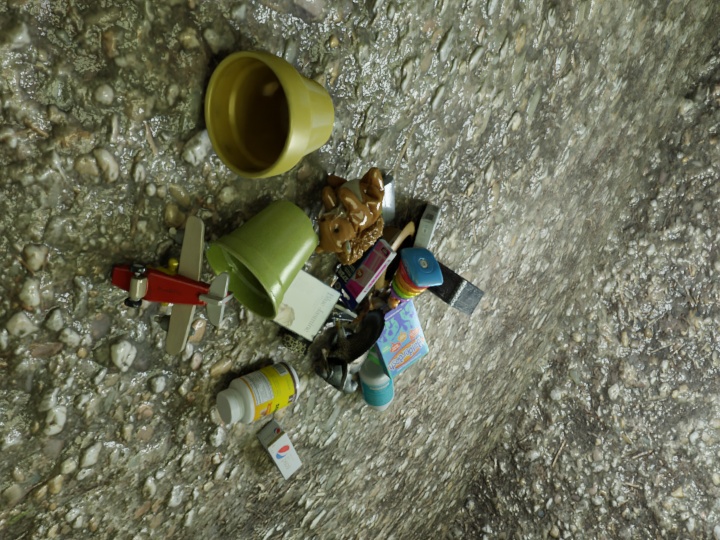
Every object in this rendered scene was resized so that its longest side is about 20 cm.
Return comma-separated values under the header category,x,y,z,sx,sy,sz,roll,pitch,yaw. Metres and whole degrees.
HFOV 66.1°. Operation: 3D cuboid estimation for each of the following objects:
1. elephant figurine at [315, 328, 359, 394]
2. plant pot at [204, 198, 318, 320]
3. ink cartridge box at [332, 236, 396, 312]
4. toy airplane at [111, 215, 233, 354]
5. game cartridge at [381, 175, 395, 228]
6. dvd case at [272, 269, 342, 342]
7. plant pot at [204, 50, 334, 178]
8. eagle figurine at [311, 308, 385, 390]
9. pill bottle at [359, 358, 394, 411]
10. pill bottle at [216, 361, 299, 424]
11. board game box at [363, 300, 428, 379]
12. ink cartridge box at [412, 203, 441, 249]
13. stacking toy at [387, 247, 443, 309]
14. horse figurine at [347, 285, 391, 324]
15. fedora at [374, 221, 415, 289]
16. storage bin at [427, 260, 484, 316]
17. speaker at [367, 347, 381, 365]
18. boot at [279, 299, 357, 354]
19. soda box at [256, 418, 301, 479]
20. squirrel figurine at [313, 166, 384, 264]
category,x,y,z,sx,sy,sz,roll,pitch,yaw
elephant figurine,-0.036,0.231,1.574,0.141,0.154,0.203,39,74,-21
plant pot,-0.187,-0.038,1.138,0.185,0.196,0.204,-47,145,-27
ink cartridge box,0.000,0.000,1.404,0.037,0.095,0.202,1,130,-55
toy airplane,-0.334,0.028,1.040,0.197,0.141,0.202,-35,109,-4
game cartridge,0.013,-0.140,1.402,0.198,0.041,0.136,-35,143,-27
dvd case,-0.154,0.072,1.326,0.197,0.017,0.145,32,92,-33
plant pot,-0.146,-0.279,0.993,0.187,0.197,0.207,-26,138,-56
eagle figurine,-0.020,0.195,1.418,0.194,0.151,0.157,-17,110,-25
pill bottle,0.054,0.365,1.774,0.109,0.110,0.204,-33,138,-26
pill bottle,-0.254,0.307,1.373,0.196,0.108,0.113,-15,129,-42
board game box,0.108,0.192,1.615,0.150,0.045,0.205,-32,119,-18
ink cartridge box,0.174,-0.069,1.567,0.161,0.046,0.206,-59,163,-65
stacking toy,0.121,0.039,1.490,0.107,0.119,0.201,-3,147,-33
horse figurine,0.053,0.082,1.601,0.197,0.050,0.135,-26,145,-42
fedora,0.073,-0.053,1.482,0.202,0.080,0.203,-52,160,-27
storage bin,0.304,0.059,1.805,0.095,0.134,0.198,-57,144,5
speaker,0.087,0.181,1.679,0.088,0.087,0.205,25,92,-53
boot,-0.110,0.141,1.441,0.201,0.073,0.157,23,97,-46
soda box,-0.233,0.520,1.602,0.068,0.063,0.204,-37,140,-22
squirrel figurine,-0.023,-0.096,1.232,0.190,0.137,0.203,-65,146,-37
